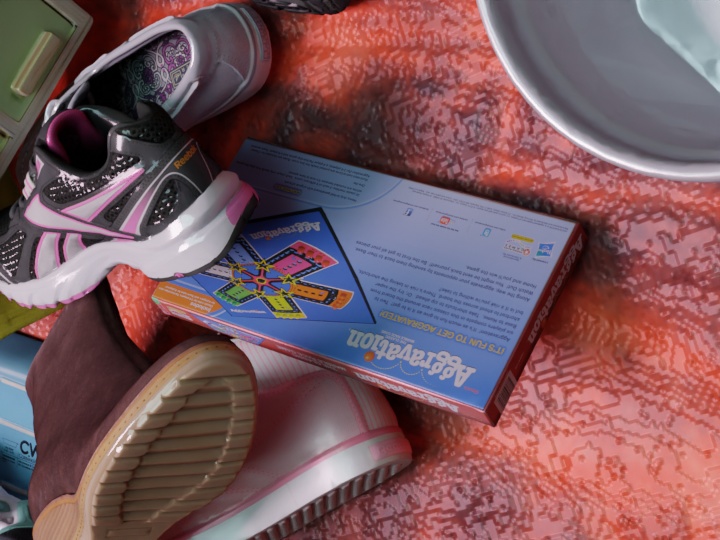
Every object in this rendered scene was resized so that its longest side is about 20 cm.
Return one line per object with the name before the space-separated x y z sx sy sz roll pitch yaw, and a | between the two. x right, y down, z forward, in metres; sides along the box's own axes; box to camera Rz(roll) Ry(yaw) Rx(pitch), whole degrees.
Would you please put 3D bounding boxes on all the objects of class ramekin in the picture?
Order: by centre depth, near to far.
ramekin | 0.152 -0.136 0.597 0.199 0.105 0.202 5 98 35

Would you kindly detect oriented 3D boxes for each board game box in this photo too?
board game box | 0.000 0.000 0.736 0.199 0.019 0.103 17 66 32

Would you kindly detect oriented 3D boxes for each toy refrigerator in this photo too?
toy refrigerator | -0.232 -0.075 0.813 0.070 0.076 0.201 19 77 43

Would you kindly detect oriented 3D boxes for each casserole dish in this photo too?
casserole dish | -0.206 0.105 0.916 0.199 0.039 0.122 15 105 32

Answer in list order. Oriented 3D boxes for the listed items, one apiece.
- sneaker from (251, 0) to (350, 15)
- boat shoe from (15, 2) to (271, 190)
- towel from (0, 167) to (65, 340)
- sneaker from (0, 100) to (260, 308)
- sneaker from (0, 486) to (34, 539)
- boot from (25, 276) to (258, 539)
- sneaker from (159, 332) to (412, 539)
sneaker | -0.082 -0.190 0.783 0.199 0.076 0.092 16 95 25
boat shoe | -0.134 -0.083 0.822 0.199 0.068 0.073 -19 86 38
towel | -0.246 -0.052 0.870 0.018 0.086 0.201 2 117 66
sneaker | -0.137 -0.044 0.772 0.199 0.081 0.087 -13 122 42
sneaker | -0.231 0.183 0.875 0.199 0.077 0.141 24 114 36
boot | -0.123 0.058 0.756 0.201 0.072 0.167 -58 39 35
sneaker | -0.069 0.094 0.799 0.200 0.075 0.105 -33 75 30
